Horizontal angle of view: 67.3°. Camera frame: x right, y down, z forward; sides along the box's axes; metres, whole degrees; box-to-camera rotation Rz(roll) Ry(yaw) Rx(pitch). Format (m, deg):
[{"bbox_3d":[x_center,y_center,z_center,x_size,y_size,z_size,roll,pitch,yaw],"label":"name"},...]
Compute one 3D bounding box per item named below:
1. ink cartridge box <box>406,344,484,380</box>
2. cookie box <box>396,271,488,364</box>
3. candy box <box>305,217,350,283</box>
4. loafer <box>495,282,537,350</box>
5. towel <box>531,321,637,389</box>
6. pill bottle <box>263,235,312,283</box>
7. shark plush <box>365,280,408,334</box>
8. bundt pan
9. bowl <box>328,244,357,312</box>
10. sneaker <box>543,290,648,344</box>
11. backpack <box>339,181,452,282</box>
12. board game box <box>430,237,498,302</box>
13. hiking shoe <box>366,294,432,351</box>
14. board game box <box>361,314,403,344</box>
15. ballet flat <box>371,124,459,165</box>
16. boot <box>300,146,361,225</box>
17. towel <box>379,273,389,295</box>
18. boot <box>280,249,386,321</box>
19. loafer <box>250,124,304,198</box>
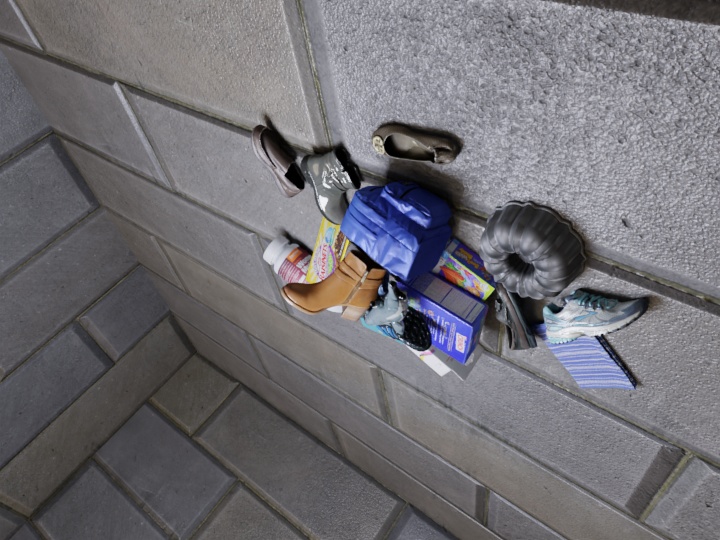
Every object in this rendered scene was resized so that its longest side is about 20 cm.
[{"bbox_3d":[0.202,0.182,1.372,0.200,0.117,0.068,41,151,4],"label":"ink cartridge box"},{"bbox_3d":[0.179,0.099,1.234,0.199,0.075,0.172,32,151,23],"label":"cookie box"},{"bbox_3d":[-0.080,-0.039,1.417,0.102,0.026,0.202,34,119,31],"label":"candy box"},{"bbox_3d":[0.316,0.104,1.138,0.062,0.072,0.201,-23,126,17],"label":"loafer"},{"bbox_3d":[0.462,0.177,1.130,0.200,0.024,0.144,49,152,-11],"label":"towel"},{"bbox_3d":[-0.189,-0.010,1.623,0.199,0.110,0.110,39,152,7],"label":"pill bottle"},{"bbox_3d":[0.056,0.080,1.121,0.082,0.092,0.200,1,167,-3],"label":"shark plush"},{"bbox_3d":[0.305,-0.025,1.000,0.201,0.076,0.203,33,151,21],"label":"bundt pan"},{"bbox_3d":[0.000,0.000,1.263,0.074,0.200,0.201,29,113,6],"label":"bowl"},{"bbox_3d":[0.418,0.076,0.992,0.199,0.077,0.087,-27,81,48],"label":"sneaker"},{"bbox_3d":[0.073,-0.101,1.108,0.199,0.162,0.169,34,113,25],"label":"backpack"},{"bbox_3d":[0.220,0.030,1.216,0.134,0.045,0.201,38,152,10],"label":"board game box"},{"bbox_3d":[0.093,0.127,1.244,0.200,0.074,0.087,37,162,38],"label":"hiking shoe"},{"bbox_3d":[0.078,0.129,1.534,0.199,0.047,0.152,21,145,35],"label":"board game box"},{"bbox_3d":[0.093,-0.231,1.019,0.199,0.046,0.068,21,144,36],"label":"ballet flat"},{"bbox_3d":[-0.049,-0.187,1.251,0.130,0.068,0.201,4,135,42],"label":"boot"},{"bbox_3d":[-0.009,0.008,1.418,0.198,0.048,0.113,0,95,40],"label":"towel"},{"bbox_3d":[-0.053,0.020,1.126,0.198,0.074,0.155,13,127,-23],"label":"boot"},{"bbox_3d":[-0.192,-0.271,1.325,0.070,0.073,0.201,0,136,38],"label":"loafer"}]
